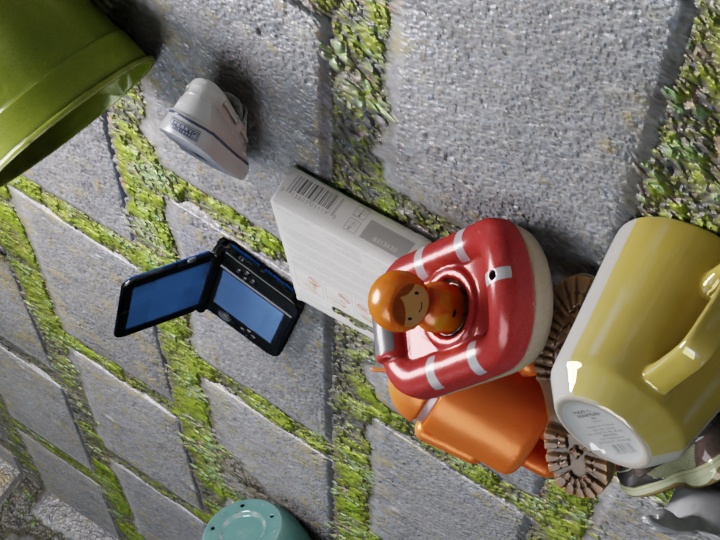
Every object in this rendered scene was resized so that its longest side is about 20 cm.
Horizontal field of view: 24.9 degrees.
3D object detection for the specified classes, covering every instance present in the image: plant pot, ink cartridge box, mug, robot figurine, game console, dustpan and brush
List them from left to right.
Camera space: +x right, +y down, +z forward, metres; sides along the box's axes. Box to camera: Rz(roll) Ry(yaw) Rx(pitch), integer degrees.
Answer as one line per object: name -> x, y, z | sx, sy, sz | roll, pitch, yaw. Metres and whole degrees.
plant pot -> -0.326, -0.209, 1.502 | 0.193, 0.200, 0.200 | 52, 156, -5
game console -> -0.174, 0.054, 1.847 | 0.170, 0.118, 0.200 | 36, 158, 3
plant pot -> -0.159, 0.449, 2.507 | 0.200, 0.201, 0.161 | 19, 140, 37
ink cartridge box -> 0.000, 0.000, 1.585 | 0.161, 0.050, 0.200 | 29, 160, 20
robot figurine -> 0.112, 0.112, 1.526 | 0.199, 0.117, 0.144 | 29, 165, 2
mug -> 0.216, 0.054, 1.218 | 0.149, 0.153, 0.187 | 25, 154, 29
dustpan and brush -> 0.306, 0.222, 1.446 | 0.139, 0.057, 0.200 | 12, 167, 43

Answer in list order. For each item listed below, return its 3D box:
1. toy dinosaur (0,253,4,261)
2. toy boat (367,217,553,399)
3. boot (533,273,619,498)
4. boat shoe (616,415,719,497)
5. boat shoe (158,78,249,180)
toy dinosaur -> -0.544, -0.059, 2.278 | 0.088, 0.047, 0.200 | 28, 154, 38
toy boat -> 0.063, 0.029, 1.367 | 0.130, 0.131, 0.200 | 7, 158, -39
boot -> 0.203, 0.083, 1.402 | 0.075, 0.107, 0.201 | 13, 121, 31
boat shoe -> 0.278, 0.155, 1.447 | 0.066, 0.072, 0.201 | 60, 161, 2
boat shoe -> -0.129, -0.130, 1.493 | 0.073, 0.066, 0.200 | 28, 178, 3
